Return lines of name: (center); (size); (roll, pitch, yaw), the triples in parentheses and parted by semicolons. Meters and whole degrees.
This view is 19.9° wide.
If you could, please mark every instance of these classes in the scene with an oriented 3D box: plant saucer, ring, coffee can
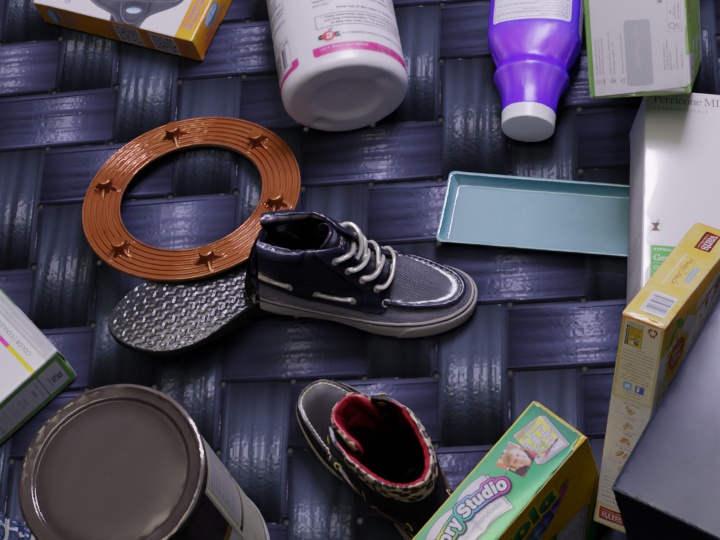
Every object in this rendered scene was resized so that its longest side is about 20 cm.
plant saucer: (0.168, -0.045, 1.766); (0.200, 0.019, 0.070); (5, 65, 17)
ring: (-0.152, -0.069, 1.830); (0.200, 0.019, 0.201); (-6, 48, 6)
coffee can: (-0.164, 0.195, 1.619); (0.146, 0.200, 0.146); (-6, 62, 11)

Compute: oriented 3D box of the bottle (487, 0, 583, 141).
bottle: (0.156, -0.211, 1.828); (0.083, 0.065, 0.200); (-1, 63, 14)

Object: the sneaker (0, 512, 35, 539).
sneaker: (-0.334, 0.241, 1.717); (0.200, 0.077, 0.085); (27, 103, 11)

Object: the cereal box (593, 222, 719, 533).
cereal box: (0.229, 0.082, 1.557); (0.040, 0.200, 0.144); (20, 37, 22)

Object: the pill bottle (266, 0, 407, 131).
pill bottle: (-0.027, -0.237, 1.859); (0.113, 0.113, 0.200); (-13, 61, 7)

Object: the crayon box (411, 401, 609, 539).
crayon box: (0.101, 0.218, 1.556); (0.058, 0.173, 0.200); (36, 76, 27)

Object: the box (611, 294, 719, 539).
box: (0.292, 0.140, 1.534); (0.117, 0.200, 0.197); (24, 71, 24)

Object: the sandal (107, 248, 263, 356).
sandal: (-0.120, 0.030, 1.788); (0.200, 0.048, 0.075); (-21, 58, -12)

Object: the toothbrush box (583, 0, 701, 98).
toothbrush box: (0.237, -0.230, 1.716); (0.086, 0.200, 0.146); (-2, 103, 14)

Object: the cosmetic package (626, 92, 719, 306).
cosmetic package: (0.275, -0.041, 1.686); (0.108, 0.085, 0.200); (4, 66, -1)

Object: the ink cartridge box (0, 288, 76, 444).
ink cartridge box: (-0.358, 0.115, 1.789); (0.200, 0.059, 0.104); (-43, 63, -9)

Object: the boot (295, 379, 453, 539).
boot: (0.008, 0.136, 1.634); (0.073, 0.151, 0.200); (-37, 61, -7)

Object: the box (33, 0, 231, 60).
box: (-0.219, -0.279, 1.972); (0.200, 0.041, 0.119); (16, 68, 19)

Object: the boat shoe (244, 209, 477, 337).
boat shoe: (0.000, 0.000, 1.723); (0.200, 0.093, 0.075); (3, 59, 2)
